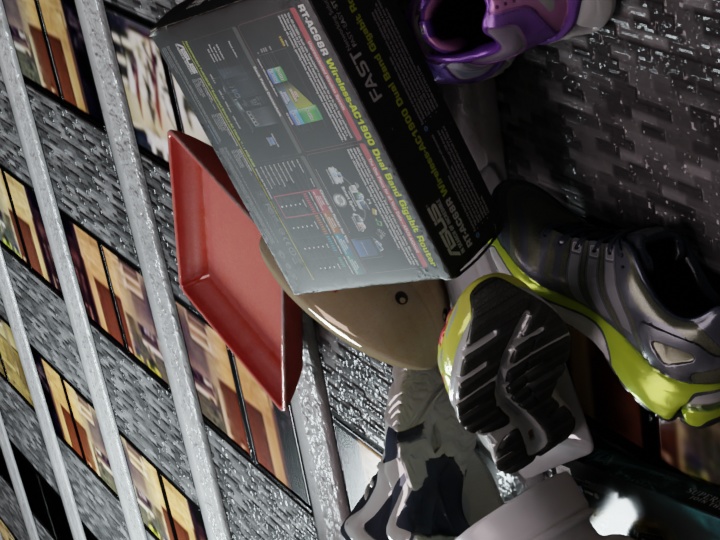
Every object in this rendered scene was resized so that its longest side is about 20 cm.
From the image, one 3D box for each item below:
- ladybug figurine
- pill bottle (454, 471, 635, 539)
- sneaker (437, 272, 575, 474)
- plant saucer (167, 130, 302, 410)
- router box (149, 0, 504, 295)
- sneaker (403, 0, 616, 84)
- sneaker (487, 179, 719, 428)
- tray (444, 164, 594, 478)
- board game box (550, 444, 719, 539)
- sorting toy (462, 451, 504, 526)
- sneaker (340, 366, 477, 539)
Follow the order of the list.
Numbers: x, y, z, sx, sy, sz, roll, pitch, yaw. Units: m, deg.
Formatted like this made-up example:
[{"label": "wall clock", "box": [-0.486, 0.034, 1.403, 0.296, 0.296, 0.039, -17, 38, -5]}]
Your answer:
[{"label": "ladybug figurine", "box": [0.000, 0.000, 1.140, 0.200, 0.135, 0.073, 42, 108, 47]}, {"label": "pill bottle", "box": [0.146, 0.235, 0.970, 0.201, 0.119, 0.120, 59, 154, 14]}, {"label": "sneaker", "box": [0.075, 0.049, 0.931, 0.091, 0.078, 0.201, 58, 172, 29]}, {"label": "plant saucer", "box": [-0.109, -0.005, 1.417, 0.200, 0.036, 0.202, 46, 149, 37]}, {"label": "router box", "box": [-0.021, -0.087, 0.930, 0.149, 0.062, 0.201, -5, 120, 49]}, {"label": "sneaker", "box": [0.062, -0.150, 0.912, 0.200, 0.088, 0.081, -12, 103, 66]}, {"label": "sneaker", "box": [0.151, -0.001, 0.901, 0.200, 0.073, 0.082, 42, 136, 32]}, {"label": "tray", "box": [0.094, 0.039, 1.053, 0.107, 0.022, 0.202, -42, 65, 65]}, {"label": "board game box", "box": [0.203, 0.193, 0.996, 0.199, 0.028, 0.137, 16, 126, 58]}, {"label": "sorting toy", "box": [0.090, 0.243, 1.217, 0.201, 0.105, 0.182, 112, 148, -57]}, {"label": "sneaker", "box": [0.029, 0.163, 1.179, 0.129, 0.079, 0.202, -28, 65, 53]}]
